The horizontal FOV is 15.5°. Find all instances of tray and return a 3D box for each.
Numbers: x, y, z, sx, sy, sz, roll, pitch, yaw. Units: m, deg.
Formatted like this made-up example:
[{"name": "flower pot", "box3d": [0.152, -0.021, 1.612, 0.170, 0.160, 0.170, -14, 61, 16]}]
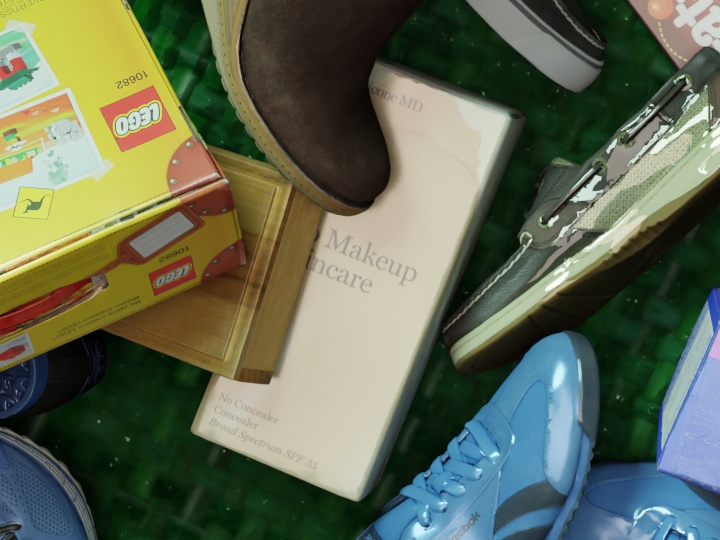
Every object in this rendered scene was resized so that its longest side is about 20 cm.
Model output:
[{"name": "tray", "box3d": [-0.118, -0.023, 1.276, 0.200, 0.037, 0.099, 19, 94, 30]}]

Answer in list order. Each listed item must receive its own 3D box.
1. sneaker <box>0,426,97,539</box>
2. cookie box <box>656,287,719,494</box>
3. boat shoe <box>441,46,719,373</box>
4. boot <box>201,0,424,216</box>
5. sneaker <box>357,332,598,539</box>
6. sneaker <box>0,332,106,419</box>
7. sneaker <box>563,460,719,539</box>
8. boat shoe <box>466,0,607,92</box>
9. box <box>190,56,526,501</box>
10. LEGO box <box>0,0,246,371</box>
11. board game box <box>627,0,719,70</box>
[{"name": "sneaker", "box3d": [-0.155, 0.162, 1.291, 0.079, 0.089, 0.200, -31, 104, 6]}, {"name": "cookie box", "box3d": [0.226, 0.075, 1.203, 0.171, 0.200, 0.075, 21, 96, 4]}, {"name": "boat shoe", "box3d": [0.114, -0.028, 1.280, 0.200, 0.073, 0.065, -39, 72, 10]}, {"name": "boot", "box3d": [0.013, -0.130, 1.165, 0.166, 0.072, 0.200, -17, 108, 27]}, {"name": "sneaker", "box3d": [0.050, 0.117, 1.269, 0.078, 0.066, 0.200, 17, 109, -18]}, {"name": "sneaker", "box3d": [-0.222, 0.040, 1.324, 0.200, 0.078, 0.070, 10, 97, 27]}, {"name": "sneaker", "box3d": [0.181, 0.143, 1.276, 0.200, 0.078, 0.066, 19, 98, 6]}, {"name": "boat shoe", "box3d": [0.060, -0.161, 1.237, 0.057, 0.069, 0.200, -40, 121, 13]}, {"name": "box", "box3d": [0.000, 0.000, 1.285, 0.095, 0.078, 0.200, 21, 96, 6]}, {"name": "LEGO box", "box3d": [-0.174, -0.037, 1.192, 0.200, 0.077, 0.149, -24, 61, -9]}, {"name": "board game box", "box3d": [0.201, -0.119, 1.284, 0.103, 0.019, 0.200, -37, 89, 9]}]
